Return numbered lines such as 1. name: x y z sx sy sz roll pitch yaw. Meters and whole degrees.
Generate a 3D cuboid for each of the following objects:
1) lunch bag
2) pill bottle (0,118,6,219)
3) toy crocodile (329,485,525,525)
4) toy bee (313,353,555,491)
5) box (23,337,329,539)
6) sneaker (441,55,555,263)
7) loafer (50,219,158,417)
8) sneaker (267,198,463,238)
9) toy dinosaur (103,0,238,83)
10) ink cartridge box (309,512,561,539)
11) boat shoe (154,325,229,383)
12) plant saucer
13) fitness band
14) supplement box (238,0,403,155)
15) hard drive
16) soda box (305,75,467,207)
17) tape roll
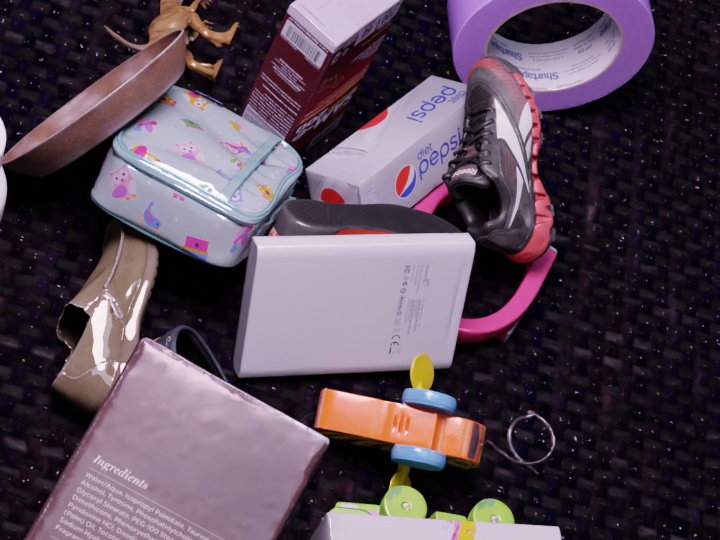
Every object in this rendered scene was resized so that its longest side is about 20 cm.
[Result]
1. lunch bag: -0.137 -0.085 1.772 0.160 0.077 0.200 26 25 2
2. pill bottle: -0.349 -0.053 1.626 0.114 0.200 0.114 11 53 -15
3. toy crocodile: 0.064 0.227 1.678 0.200 0.068 0.062 10 54 -16
4. toy bee: 0.062 0.152 1.726 0.200 0.109 0.131 30 81 17
5. box: -0.148 0.189 1.521 0.164 0.166 0.200 29 73 0
6. sneaker: 0.121 -0.107 1.853 0.098 0.071 0.201 4 73 -42
7. loafer: -0.218 0.033 1.698 0.067 0.076 0.200 17 51 -18
8. sneaker: -0.001 -0.001 1.797 0.201 0.108 0.067 6 32 -32
9. toy dinosaur: -0.179 -0.221 1.901 0.106 0.060 0.200 23 27 -4
10. ink cartridge box: 0.053 0.292 1.577 0.200 0.147 0.146 6 54 -19
11. boat shoe: -0.121 0.131 1.666 0.075 0.062 0.200 0 52 -53
12. plant saucer: -0.228 -0.141 1.757 0.035 0.200 0.200 55 51 -13
13. fitness band: 0.103 -0.011 1.883 0.144 0.037 0.200 32 50 2
14. supplement box: -0.042 -0.185 1.842 0.061 0.200 0.109 42 52 9
15. hard drive: -0.006 0.030 1.748 0.200 0.132 0.026 -1 30 -20
16. soda box: 0.038 -0.109 1.894 0.068 0.064 0.200 19 43 36
17. tape roll: 0.187 -0.244 1.976 0.200 0.200 0.066 6 54 -18
